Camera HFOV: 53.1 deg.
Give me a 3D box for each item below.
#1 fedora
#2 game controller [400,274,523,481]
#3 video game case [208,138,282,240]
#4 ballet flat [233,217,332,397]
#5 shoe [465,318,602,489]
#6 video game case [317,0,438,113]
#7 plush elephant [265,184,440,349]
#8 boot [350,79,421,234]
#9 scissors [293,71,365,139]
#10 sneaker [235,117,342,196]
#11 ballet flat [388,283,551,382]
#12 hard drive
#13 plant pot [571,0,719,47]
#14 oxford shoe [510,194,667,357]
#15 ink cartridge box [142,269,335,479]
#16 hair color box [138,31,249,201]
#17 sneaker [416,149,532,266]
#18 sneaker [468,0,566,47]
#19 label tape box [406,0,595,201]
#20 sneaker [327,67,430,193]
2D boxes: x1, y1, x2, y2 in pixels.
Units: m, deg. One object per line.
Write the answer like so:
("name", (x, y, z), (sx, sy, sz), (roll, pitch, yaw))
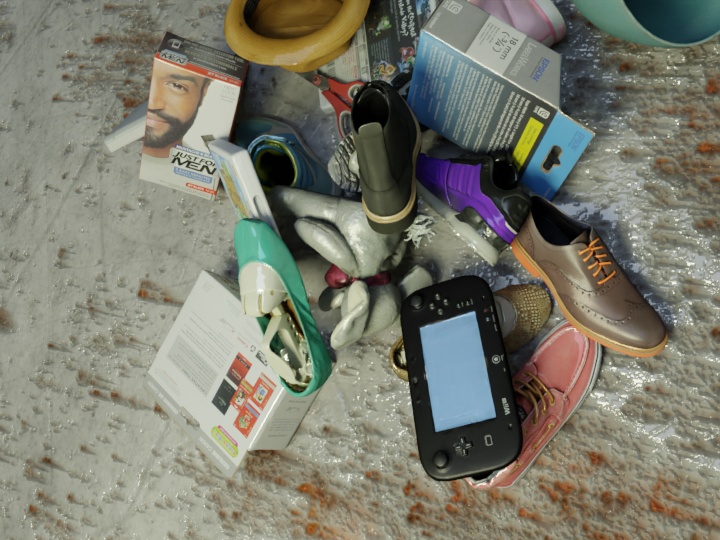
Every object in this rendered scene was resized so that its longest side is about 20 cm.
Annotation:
("fedora", (-0.076, -0.316, 0.922), (0.195, 0.082, 0.206), (-7, 63, 13))
("game controller", (0.097, 0.102, 0.715), (0.102, 0.042, 0.205), (-23, 56, 25))
("video game case", (-0.126, -0.060, 0.850), (0.022, 0.200, 0.186), (-24, 109, -12))
("ballet flat", (-0.085, 0.046, 0.749), (0.066, 0.071, 0.204), (-13, 111, 27))
("shoe", (0.174, 0.135, 0.730), (0.071, 0.090, 0.203), (35, 98, 29))
("video game case", (0.019, -0.327, 0.945), (0.178, 0.023, 0.206), (-13, 74, 26))
("plush elephant", (0.000, 0.000, 0.812), (0.197, 0.162, 0.159), (18, 103, 42))
("boot", (0.021, -0.159, 0.724), (0.075, 0.140, 0.204), (-12, 52, 4))
("scissors", (-0.043, -0.247, 0.938), (0.073, 0.014, 0.201), (-47, 70, 22))
("sneaker", (-0.119, -0.153, 0.923), (0.199, 0.130, 0.080), (39, 100, 29))
("ballet flat", (0.115, 0.072, 0.790), (0.197, 0.065, 0.072), (-31, 67, 20))
("hard drive", (-0.264, -0.244, 1.036), (0.196, 0.027, 0.133), (-19, 29, 24))
("plant pot", (0.279, -0.324, 0.725), (0.134, 0.196, 0.205), (22, 91, 67))
("oxford shoe", (0.228, 0.004, 0.726), (0.071, 0.073, 0.200), (-35, 61, -18))
("ink cartridge box", (-0.160, 0.131, 0.918), (0.199, 0.083, 0.178), (36, 98, 29))
("hair color box", (-0.220, -0.194, 0.939), (0.202, 0.108, 0.065), (116, 165, -45))
("sneaker", (0.124, -0.094, 0.790), (0.100, 0.069, 0.201), (-49, 38, 12))
("sneaker", (0.142, -0.317, 0.843), (0.104, 0.075, 0.202), (-37, 69, 11))
("label tape box", (0.150, -0.179, 0.763), (0.197, 0.145, 0.064), (33, 70, 8))
("sneaker", (0.032, -0.170, 0.877), (0.200, 0.089, 0.077), (-43, 95, -11))
